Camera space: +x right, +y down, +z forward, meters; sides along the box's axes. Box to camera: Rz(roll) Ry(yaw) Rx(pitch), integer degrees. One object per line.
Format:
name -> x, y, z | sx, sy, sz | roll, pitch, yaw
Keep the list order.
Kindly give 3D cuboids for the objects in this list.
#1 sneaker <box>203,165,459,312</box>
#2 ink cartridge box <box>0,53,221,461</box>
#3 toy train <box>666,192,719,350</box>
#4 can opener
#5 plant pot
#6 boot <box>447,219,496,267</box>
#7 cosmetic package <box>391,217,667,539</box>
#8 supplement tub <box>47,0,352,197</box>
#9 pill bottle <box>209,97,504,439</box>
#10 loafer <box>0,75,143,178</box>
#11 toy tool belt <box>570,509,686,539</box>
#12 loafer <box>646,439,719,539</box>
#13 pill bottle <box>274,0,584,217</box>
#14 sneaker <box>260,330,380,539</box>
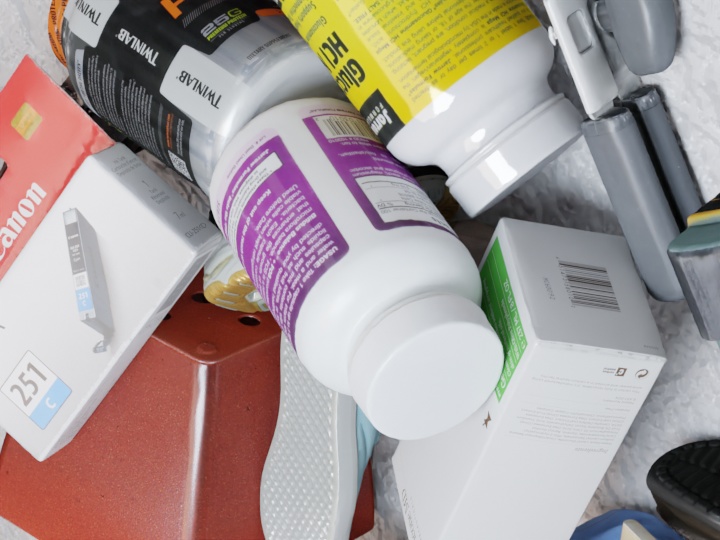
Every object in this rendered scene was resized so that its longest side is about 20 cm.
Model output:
sneaker -> -0.027, -0.043, 1.469 | 0.200, 0.076, 0.088 | -20, 64, 34
ink cartridge box -> -0.209, -0.006, 1.480 | 0.176, 0.045, 0.200 | 42, 118, 7
toy train -> 0.236, 0.037, 1.212 | 0.085, 0.114, 0.200 | -7, 111, 50
can opener -> 0.154, -0.078, 1.266 | 0.066, 0.053, 0.200 | -1, 116, 46
plant pot -> -0.115, 0.094, 1.580 | 0.200, 0.200, 0.177 | 26, 122, 33
boot -> 0.076, 0.046, 1.432 | 0.146, 0.070, 0.200 | 7, 144, 26
cosmetic package -> 0.093, 0.082, 1.326 | 0.108, 0.085, 0.200 | -104, 29, -48
supplement tub -> -0.100, -0.125, 1.436 | 0.200, 0.122, 0.123 | 35, 138, 37
pill bottle -> 0.000, 0.000, 1.300 | 0.200, 0.112, 0.112 | -123, 29, -43
loafer -> -0.194, -0.098, 1.616 | 0.072, 0.063, 0.200 | 55, 142, 1
toy tool belt -> 0.159, 0.189, 1.406 | 0.123, 0.125, 0.200 | 65, 169, -12
loafer -> 0.248, 0.165, 1.324 | 0.200, 0.073, 0.071 | 27, 133, 32
pill bottle -> 0.035, -0.133, 1.304 | 0.200, 0.112, 0.112 | 53, 142, 4
sneaker -> -0.009, 0.106, 1.507 | 0.074, 0.082, 0.200 | 22, 111, 40
